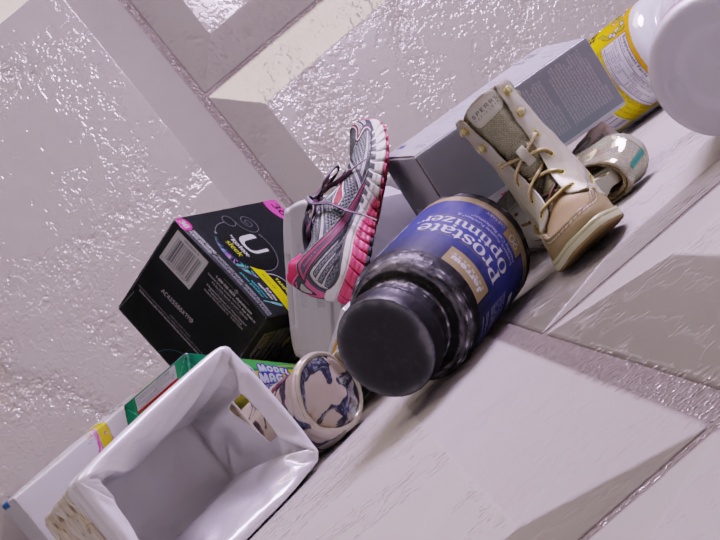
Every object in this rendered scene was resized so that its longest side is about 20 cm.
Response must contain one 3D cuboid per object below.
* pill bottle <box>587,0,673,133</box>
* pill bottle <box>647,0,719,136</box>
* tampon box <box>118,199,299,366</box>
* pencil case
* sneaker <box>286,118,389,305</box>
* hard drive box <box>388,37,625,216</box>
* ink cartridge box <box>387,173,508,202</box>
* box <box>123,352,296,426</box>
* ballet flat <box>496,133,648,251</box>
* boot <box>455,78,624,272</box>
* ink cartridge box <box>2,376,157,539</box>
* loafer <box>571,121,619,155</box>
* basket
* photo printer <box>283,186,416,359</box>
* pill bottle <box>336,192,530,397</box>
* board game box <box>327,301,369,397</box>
[{"bbox_3d":[0.328,-0.246,1.931,0.113,0.113,0.200,-42,4,-41],"label":"pill bottle"},{"bbox_3d":[0.300,-0.185,1.370,0.113,0.114,0.200,-38,3,23],"label":"pill bottle"},{"bbox_3d":[-0.124,0.028,1.770,0.127,0.150,0.199,-53,-17,26],"label":"tampon box"},{"bbox_3d":[-0.075,0.143,1.543,0.200,0.077,0.090,-38,29,46],"label":"pencil case"},{"bbox_3d":[-0.016,-0.064,1.594,0.081,0.074,0.202,99,-177,-57],"label":"sneaker"},{"bbox_3d":[0.132,-0.132,1.603,0.199,0.077,0.156,-35,8,-6],"label":"hard drive box"},{"bbox_3d":[0.126,-0.088,1.797,0.084,0.145,0.200,-40,3,-34],"label":"ink cartridge box"},{"bbox_3d":[-0.119,0.133,1.655,0.199,0.049,0.117,11,-37,-41],"label":"box"},{"bbox_3d":[0.182,-0.063,1.552,0.200,0.067,0.063,-38,13,41],"label":"ballet flat"},{"bbox_3d":[0.146,-0.084,1.400,0.072,0.155,0.200,-39,3,9],"label":"boot"},{"bbox_3d":[-0.259,0.238,1.801,0.200,0.145,0.147,-40,2,-20],"label":"ink cartridge box"},{"bbox_3d":[0.187,-0.075,1.635,0.200,0.063,0.072,-38,4,37],"label":"loafer"},{"bbox_3d":[-0.157,0.186,1.432,0.200,0.136,0.123,-42,2,-39],"label":"basket"},{"bbox_3d":[0.000,0.000,1.731,0.069,0.168,0.199,0,7,30],"label":"photo printer"},{"bbox_3d":[0.058,0.021,1.376,0.112,0.112,0.200,-38,4,34],"label":"pill bottle"},{"bbox_3d":[0.026,0.047,1.618,0.200,0.034,0.135,-43,-21,-50],"label":"board game box"}]
